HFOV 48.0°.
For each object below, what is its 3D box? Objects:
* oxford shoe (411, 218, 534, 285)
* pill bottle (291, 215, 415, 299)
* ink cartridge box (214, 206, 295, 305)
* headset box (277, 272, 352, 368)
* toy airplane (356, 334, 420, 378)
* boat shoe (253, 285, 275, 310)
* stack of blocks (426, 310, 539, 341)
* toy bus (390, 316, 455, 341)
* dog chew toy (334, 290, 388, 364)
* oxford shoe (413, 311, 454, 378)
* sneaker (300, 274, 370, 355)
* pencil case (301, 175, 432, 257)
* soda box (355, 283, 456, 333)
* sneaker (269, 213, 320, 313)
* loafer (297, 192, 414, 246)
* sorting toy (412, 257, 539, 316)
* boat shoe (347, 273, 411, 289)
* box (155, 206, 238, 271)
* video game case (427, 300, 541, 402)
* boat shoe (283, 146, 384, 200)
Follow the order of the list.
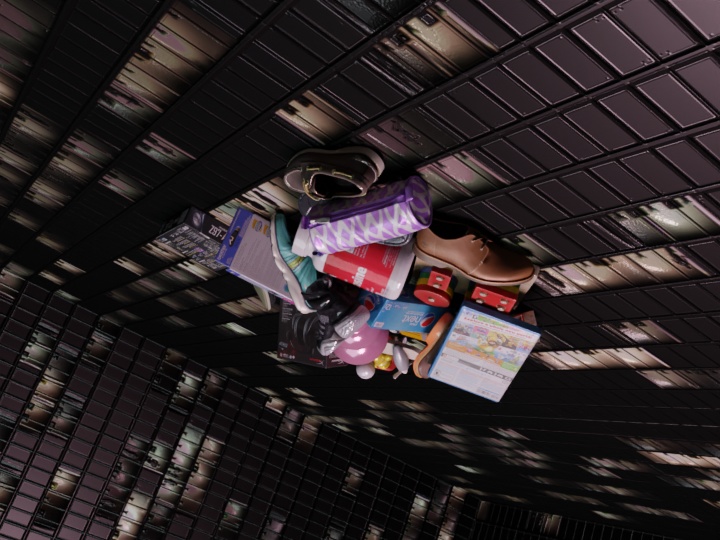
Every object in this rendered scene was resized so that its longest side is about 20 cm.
[{"bbox_3d":[0.182,-0.031,1.263,0.197,0.072,0.072,16,136,1],"label":"oxford shoe"},{"bbox_3d":[-0.011,-0.036,1.375,0.197,0.114,0.112,21,161,1],"label":"pill bottle"},{"bbox_3d":[-0.174,-0.025,1.559,0.198,0.121,0.042,28,166,-20],"label":"ink cartridge box"},{"bbox_3d":[-0.097,0.094,1.713,0.147,0.203,0.077,6,-175,39],"label":"headset box"},{"bbox_3d":[0.025,0.176,1.854,0.197,0.143,0.200,26,161,-12],"label":"toy airplane"},{"bbox_3d":[-0.194,0.004,1.699,0.075,0.066,0.201,45,156,39],"label":"boat shoe"},{"bbox_3d":[0.230,0.124,1.543,0.114,0.059,0.199,-12,178,-31],"label":"stack of blocks"},{"bbox_3d":[0.111,0.099,1.678,0.197,0.066,0.079,16,159,17],"label":"toy bus"},{"bbox_3d":[-0.011,0.104,1.574,0.123,0.126,0.201,15,157,16],"label":"dog chew toy"},{"bbox_3d":[0.151,0.160,1.510,0.073,0.071,0.201,38,150,14],"label":"oxford shoe"},{"bbox_3d":[-0.056,0.074,1.433,0.114,0.075,0.200,51,153,5],"label":"sneaker"},{"bbox_3d":[0.010,-0.083,1.208,0.198,0.085,0.085,-15,152,28],"label":"pencil case"},{"bbox_3d":[0.083,0.067,1.487,0.198,0.065,0.068,10,-151,-46],"label":"soda box"},{"bbox_3d":[-0.111,-0.020,1.515,0.079,0.078,0.202,-21,105,13],"label":"sneaker"},{"bbox_3d":[-0.003,-0.089,1.301,0.197,0.063,0.073,17,118,16],"label":"loafer"},{"bbox_3d":[0.185,0.025,1.394,0.197,0.070,0.199,19,161,5],"label":"sorting toy"},{"bbox_3d":[0.000,0.000,1.523,0.198,0.069,0.072,24,162,-6],"label":"boat shoe"},{"bbox_3d":[-0.337,-0.064,1.743,0.159,0.044,0.199,30,159,-23],"label":"box"},{"bbox_3d":[0.213,0.145,1.421,0.141,0.018,0.201,20,134,0],"label":"video game case"},{"bbox_3d":[-0.052,-0.139,1.209,0.198,0.060,0.072,2,142,44],"label":"boat shoe"}]
